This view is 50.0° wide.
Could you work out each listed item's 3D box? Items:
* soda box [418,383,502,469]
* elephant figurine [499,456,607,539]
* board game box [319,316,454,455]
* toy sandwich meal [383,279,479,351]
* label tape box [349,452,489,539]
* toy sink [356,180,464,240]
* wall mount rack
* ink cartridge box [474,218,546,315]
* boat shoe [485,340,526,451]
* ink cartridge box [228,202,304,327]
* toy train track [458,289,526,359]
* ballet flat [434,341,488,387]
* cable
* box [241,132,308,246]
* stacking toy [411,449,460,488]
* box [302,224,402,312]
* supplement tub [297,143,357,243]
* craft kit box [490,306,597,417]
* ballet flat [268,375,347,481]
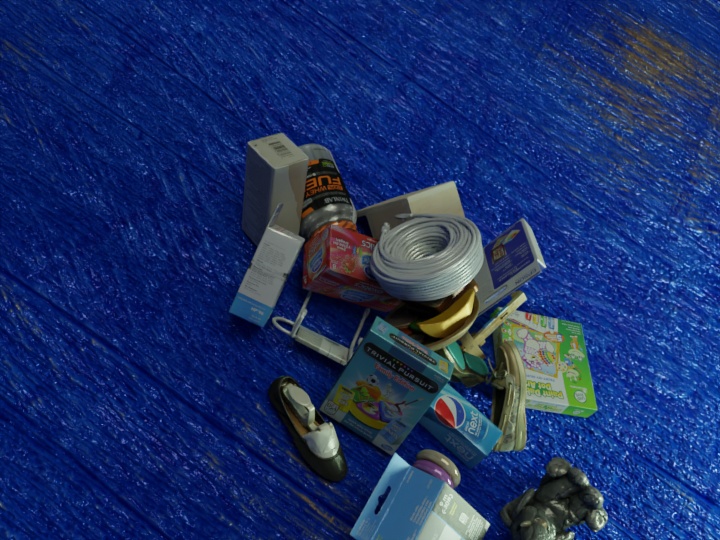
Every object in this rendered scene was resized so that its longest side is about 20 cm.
[{"bbox_3d":[0.150,0.255,1.379,0.200,0.068,0.064,41,51,7],"label":"soda box"},{"bbox_3d":[0.302,0.422,1.302,0.199,0.156,0.141,-37,38,-12],"label":"elephant figurine"},{"bbox_3d":[0.040,0.196,1.286,0.150,0.201,0.047,31,32,0],"label":"board game box"},{"bbox_3d":[0.117,0.063,1.333,0.205,0.204,0.071,-45,123,-38],"label":"toy sandwich meal"},{"bbox_3d":[0.096,0.398,1.183,0.200,0.063,0.145,47,63,-29],"label":"label tape box"},{"bbox_3d":[0.096,-0.094,1.552,0.130,0.199,0.113,-22,97,-35],"label":"toy sink"},{"bbox_3d":[-0.055,0.099,1.401,0.199,0.075,0.174,28,14,-5],"label":"wall mount rack"},{"bbox_3d":[0.258,0.017,1.471,0.047,0.197,0.201,42,24,-24],"label":"ink cartridge box"},{"bbox_3d":[0.263,0.229,1.403,0.062,0.073,0.202,-3,87,-9],"label":"boat shoe"},{"bbox_3d":[-0.151,-0.013,1.337,0.067,0.116,0.201,25,95,-4],"label":"ink cartridge box"},{"bbox_3d":[0.234,0.108,1.477,0.200,0.115,0.033,-42,45,-3],"label":"toy train track"},{"bbox_3d":[0.166,0.167,1.397,0.200,0.070,0.071,36,37,-49],"label":"ballet flat"},{"bbox_3d":[0.114,-0.024,1.338,0.198,0.070,0.201,-1,37,28],"label":"cable"},{"bbox_3d":[-0.160,-0.139,1.422,0.077,0.201,0.095,-23,53,-33],"label":"box"},{"bbox_3d":[0.081,0.391,1.254,0.085,0.086,0.200,38,55,6],"label":"stacking toy"},{"bbox_3d":[0.000,0.000,1.435,0.199,0.099,0.096,18,59,-31],"label":"box"},{"bbox_3d":[-0.082,-0.137,1.513,0.122,0.123,0.201,-10,62,-28],"label":"supplement tub"},{"bbox_3d":[0.362,0.182,1.538,0.198,0.049,0.199,11,57,-16],"label":"craft kit box"},{"bbox_3d":[-0.086,0.258,1.276,0.068,0.069,0.200,-30,73,-36],"label":"ballet flat"}]
